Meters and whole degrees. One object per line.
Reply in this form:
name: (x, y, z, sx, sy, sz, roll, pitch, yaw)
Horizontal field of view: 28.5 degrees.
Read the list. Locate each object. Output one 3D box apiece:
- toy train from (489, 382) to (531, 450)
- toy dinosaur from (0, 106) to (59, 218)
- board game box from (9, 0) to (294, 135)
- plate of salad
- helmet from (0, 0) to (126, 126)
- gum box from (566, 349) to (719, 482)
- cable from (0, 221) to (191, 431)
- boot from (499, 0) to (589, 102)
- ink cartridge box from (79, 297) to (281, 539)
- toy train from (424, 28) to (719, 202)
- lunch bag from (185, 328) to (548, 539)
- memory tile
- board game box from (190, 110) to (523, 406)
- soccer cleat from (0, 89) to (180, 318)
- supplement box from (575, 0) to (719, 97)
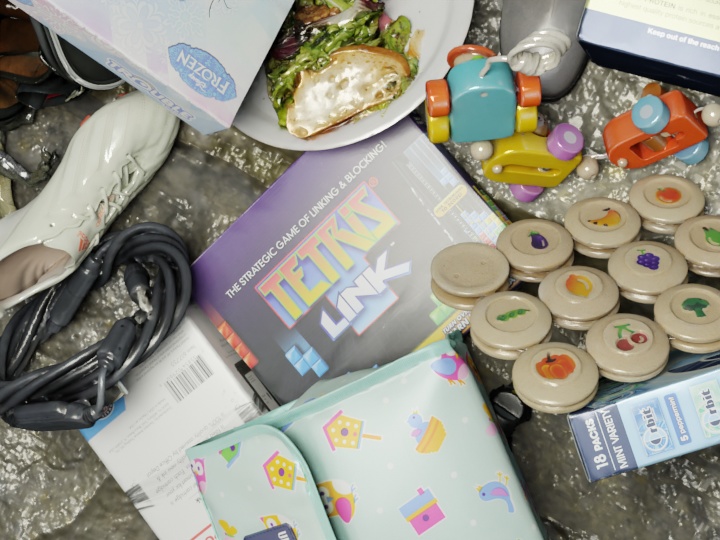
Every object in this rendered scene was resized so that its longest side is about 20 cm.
toy train: (0.058, 0.167, 0.967, 0.034, 0.046, 0.201, 30, 99, 10)
toy dinosaur: (-0.266, -0.088, 1.038, 0.087, 0.047, 0.202, -24, 90, 17)
board game box: (-0.123, -0.221, 0.868, 0.199, 0.043, 0.200, 34, 70, -25)
plate of salad: (-0.022, -0.175, 0.943, 0.198, 0.048, 0.202, -8, 66, 20)
helmet: (-0.240, -0.201, 0.927, 0.200, 0.201, 0.191, -39, 126, 12)
gum box: (0.231, 0.064, 0.859, 0.198, 0.170, 0.045, -20, 89, 14)
cable: (-0.200, 0.037, 0.974, 0.199, 0.051, 0.164, -10, 47, 45)
boot: (0.124, -0.211, 0.892, 0.069, 0.132, 0.202, 12, 95, 12)
ink cartridge box: (-0.102, 0.130, 0.991, 0.116, 0.068, 0.201, -38, 86, 12)
toy train: (0.128, -0.108, 0.895, 0.150, 0.199, 0.056, -27, 57, 35)
lunch bag: (0.003, 0.151, 0.890, 0.198, 0.122, 0.172, -23, 89, 5)
memory tile: (0.155, 0.007, 0.870, 0.198, 0.017, 0.154, -20, 43, -17)
board game box: (0.000, 0.000, 0.970, 0.200, 0.057, 0.166, -44, 84, 11)
soccer cleat: (-0.196, -0.043, 0.988, 0.200, 0.069, 0.078, -43, 40, -1)
supplement box: (0.256, -0.206, 0.860, 0.198, 0.134, 0.202, 16, 96, 12)
